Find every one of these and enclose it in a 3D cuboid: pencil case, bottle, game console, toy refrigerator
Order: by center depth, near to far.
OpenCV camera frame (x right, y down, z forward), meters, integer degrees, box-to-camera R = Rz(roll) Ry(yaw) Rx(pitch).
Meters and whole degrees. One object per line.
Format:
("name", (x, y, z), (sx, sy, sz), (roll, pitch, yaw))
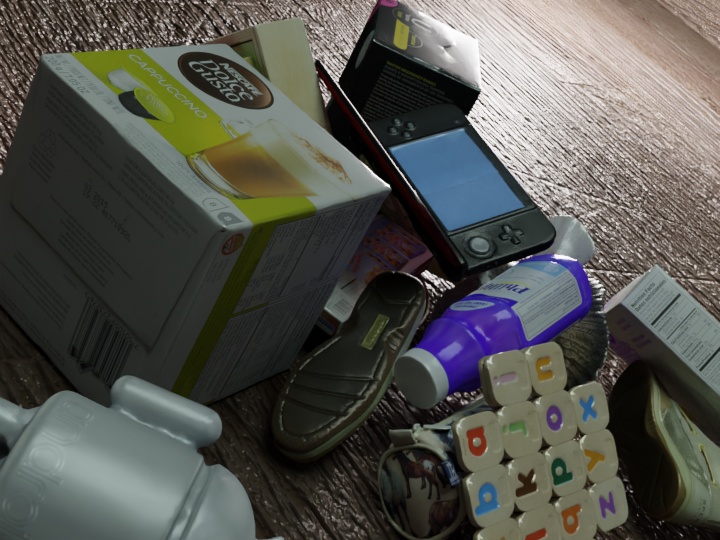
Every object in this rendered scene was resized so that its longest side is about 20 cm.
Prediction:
("pencil case", (0.096, 0.141, 0.838), (0.077, 0.090, 0.199), (4, 16, 36))
("bottle", (0.110, 0.050, 0.865), (0.199, 0.083, 0.066), (-29, 106, -37))
("toy refrigerator", (-0.072, -0.107, 0.893), (0.070, 0.075, 0.202), (-26, 105, -50))
("game console", (0.069, -0.104, 0.915), (0.171, 0.119, 0.201), (-18, 55, -22))

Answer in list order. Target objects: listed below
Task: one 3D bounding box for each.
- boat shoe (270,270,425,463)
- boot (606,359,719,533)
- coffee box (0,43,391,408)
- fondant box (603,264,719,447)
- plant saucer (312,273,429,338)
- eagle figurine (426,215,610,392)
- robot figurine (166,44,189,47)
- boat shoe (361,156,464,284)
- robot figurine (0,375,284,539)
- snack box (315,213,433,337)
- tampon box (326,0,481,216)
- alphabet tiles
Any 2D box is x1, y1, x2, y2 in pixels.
("boat shoe", (-0.003, 0.090, 0.848), (0.071, 0.077, 0.200), (26, 51, 22))
("boot", (0.325, 0.181, 0.992), (0.154, 0.072, 0.201), (24, 29, -15))
("coffee box", (-0.137, -0.033, 0.787), (0.200, 0.201, 0.197), (42, 33, 20))
("fondant box", (0.332, 0.095, 1.034), (0.200, 0.058, 0.144), (46, -9, 8))
("plant saucer", (-0.028, 0.004, 0.989), (0.199, 0.035, 0.201), (21, 31, -13))
("eagle figurine", (0.169, 0.050, 1.001), (0.151, 0.151, 0.200), (55, 29, 3))
("robot figurine", (-0.131, -0.147, 1.011), (0.199, 0.151, 0.125), (20, 35, 13))
("boat shoe", (0.078, -0.047, 1.059), (0.200, 0.072, 0.064), (41, -13, -31))
("robot figurine", (-0.146, 0.147, 0.603), (0.199, 0.113, 0.171), (26, 69, -5))
("snack box", (0.000, 0.000, 0.962), (0.072, 0.024, 0.200), (36, 31, 13))
("tampon box", (0.030, -0.167, 1.125), (0.125, 0.201, 0.150), (23, 31, -10))
("alphabet tiles", (0.144, 0.160, 0.808), (0.195, 0.015, 0.202), (-7, 85, -45))
